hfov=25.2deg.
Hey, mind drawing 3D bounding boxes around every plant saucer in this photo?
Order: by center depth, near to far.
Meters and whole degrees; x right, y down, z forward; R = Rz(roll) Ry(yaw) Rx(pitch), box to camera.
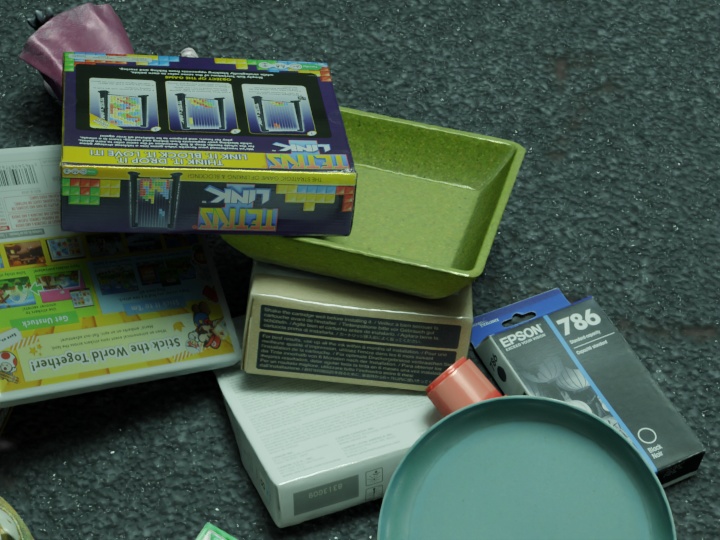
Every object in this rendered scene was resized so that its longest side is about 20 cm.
[{"bbox_3d":[0.111,0.183,1.074,0.200,0.027,0.201,0,89,15],"label":"plant saucer"},{"bbox_3d":[0.007,-0.048,1.188,0.199,0.048,0.200,12,34,9],"label":"plant saucer"}]

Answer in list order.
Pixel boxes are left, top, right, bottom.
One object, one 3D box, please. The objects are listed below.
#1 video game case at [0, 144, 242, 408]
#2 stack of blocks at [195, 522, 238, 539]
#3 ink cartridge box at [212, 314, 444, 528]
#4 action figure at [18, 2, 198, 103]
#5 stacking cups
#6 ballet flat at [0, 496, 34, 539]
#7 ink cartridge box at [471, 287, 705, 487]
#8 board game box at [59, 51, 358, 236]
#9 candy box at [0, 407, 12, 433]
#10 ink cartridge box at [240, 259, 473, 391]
[{"bbox_3d":[-0.195,-0.004,1.149,0.200,0.023,0.182,-8,73,-38],"label":"video game case"},{"bbox_3d":[-0.030,0.244,1.040,0.200,0.059,0.115,27,63,16],"label":"stack of blocks"},{"bbox_3d":[-0.023,0.095,1.206,0.160,0.047,0.200,-15,36,-18],"label":"ink cartridge box"},{"bbox_3d":[-0.204,-0.124,1.334,0.134,0.149,0.200,-31,80,-30],"label":"action figure"},{"bbox_3d":[0.119,0.150,1.114,0.060,0.061,0.200,-37,80,-32],"label":"stacking cups"},{"bbox_3d":[-0.240,0.207,1.056,0.071,0.071,0.200,-14,52,-18],"label":"ballet flat"},{"bbox_3d":[0.165,0.087,1.226,0.099,0.039,0.200,-20,54,-21],"label":"ink cartridge box"},{"bbox_3d":[-0.112,-0.091,1.138,0.199,0.057,0.165,1,35,-10],"label":"board game box"},{"bbox_3d":[-0.255,0.041,1.172,0.026,0.102,0.200,10,49,6],"label":"candy box"},{"bbox_3d":[0.000,0.000,1.226,0.164,0.075,0.200,6,34,-3],"label":"ink cartridge box"}]
